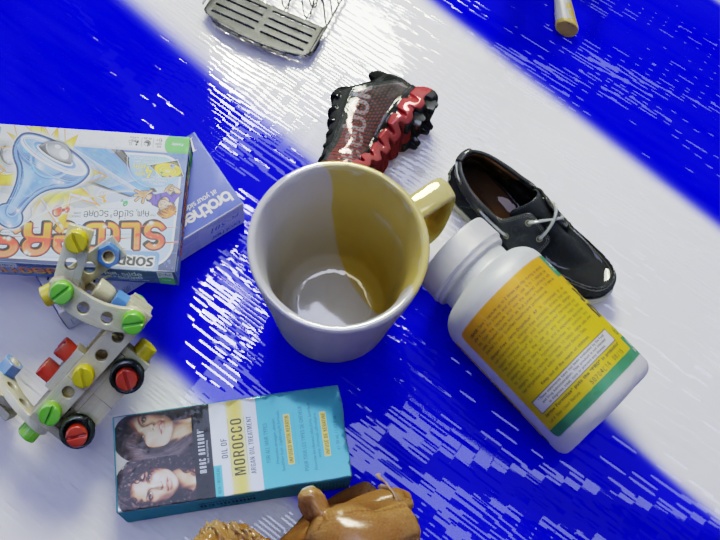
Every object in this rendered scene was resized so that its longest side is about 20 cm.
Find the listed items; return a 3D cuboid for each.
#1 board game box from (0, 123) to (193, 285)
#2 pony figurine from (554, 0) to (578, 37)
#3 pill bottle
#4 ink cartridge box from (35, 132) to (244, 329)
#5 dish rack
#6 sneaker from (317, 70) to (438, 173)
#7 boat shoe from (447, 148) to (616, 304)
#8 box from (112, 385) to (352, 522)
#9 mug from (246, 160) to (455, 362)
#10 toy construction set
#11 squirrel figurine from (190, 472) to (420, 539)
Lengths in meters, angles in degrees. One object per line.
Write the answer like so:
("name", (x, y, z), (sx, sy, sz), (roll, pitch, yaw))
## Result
("board game box", (-0.258, -0.061, 0.790), (0.196, 0.035, 0.138), (3, 69, -5))
("pony figurine", (0.203, -0.393, 0.970), (0.191, 0.166, 0.203), (27, 59, -27))
("pill bottle", (0.149, 0.052, 0.778), (0.112, 0.113, 0.200), (-38, 74, -18))
("ink cartridge box", (-0.218, -0.041, 0.830), (0.198, 0.044, 0.095), (-33, 74, -17))
("dish rack", (-0.080, -0.336, 0.962), (0.151, 0.055, 0.202), (23, 67, 7))
("sneaker", (-0.009, -0.127, 0.867), (0.097, 0.071, 0.201), (35, 67, 11))
("boat shoe", (0.167, -0.043, 0.846), (0.199, 0.068, 0.072), (41, 68, 11))
("box", (-0.110, 0.157, 0.749), (0.196, 0.049, 0.084), (-8, 67, -7))
("mug", (-0.004, 0.008, 0.764), (0.182, 0.154, 0.152), (-2, 66, -5))
("toy construction set", (-0.251, 0.068, 0.729), (0.200, 0.092, 0.131), (-43, 108, 14))
("squirrel figurine", (-0.034, 0.233, 0.646), (0.196, 0.187, 0.144), (-15, 68, -10))
